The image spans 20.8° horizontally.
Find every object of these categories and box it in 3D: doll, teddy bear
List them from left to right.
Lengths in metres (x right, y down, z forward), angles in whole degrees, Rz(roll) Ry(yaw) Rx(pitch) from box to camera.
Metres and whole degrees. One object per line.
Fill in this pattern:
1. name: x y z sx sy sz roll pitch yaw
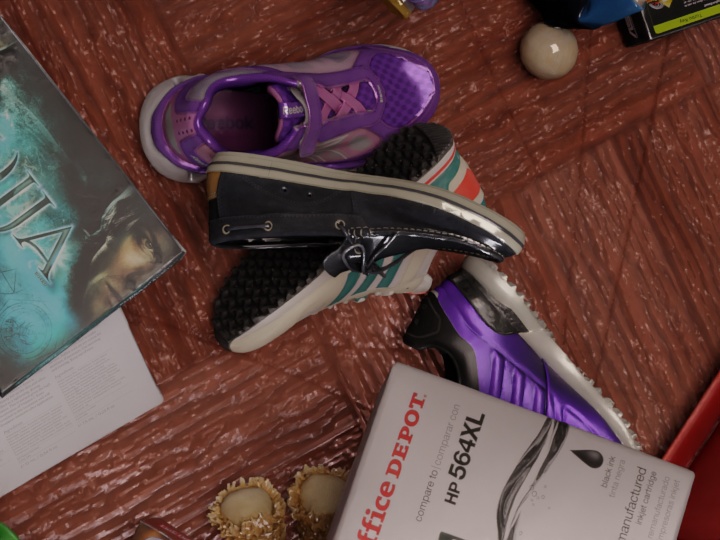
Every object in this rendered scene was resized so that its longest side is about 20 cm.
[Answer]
1. teddy bear: -0.036 0.224 1.256 0.144 0.067 0.201 -25 88 -21
2. doll: 0.154 -0.218 1.290 0.048 0.136 0.201 1 120 -46

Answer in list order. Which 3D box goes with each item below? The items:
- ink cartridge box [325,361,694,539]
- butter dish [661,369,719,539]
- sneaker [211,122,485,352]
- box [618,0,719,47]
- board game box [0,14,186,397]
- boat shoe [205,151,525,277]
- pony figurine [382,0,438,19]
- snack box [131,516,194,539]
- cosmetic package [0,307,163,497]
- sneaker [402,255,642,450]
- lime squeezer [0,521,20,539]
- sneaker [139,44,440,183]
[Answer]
1. ink cartridge box: 0.084 0.163 1.206 0.199 0.084 0.147 19 71 1
2. butter dish: 0.317 0.155 1.314 0.199 0.148 0.201 38 79 -11
3. sneaker: 0.000 0.000 1.264 0.200 0.070 0.094 -41 125 -2
4. box: 0.248 -0.275 1.360 0.199 0.047 0.195 -20 96 -16
5. board game box: -0.213 -0.048 1.128 0.135 0.028 0.200 -38 89 -15
6. boat shoe: 0.000 -0.025 1.176 0.198 0.075 0.063 10 82 10
7. pony figurine: 0.072 -0.254 1.230 0.167 0.193 0.200 44 86 -20
8. snack box: -0.065 0.232 1.203 0.199 0.024 0.072 29 101 16
9. cosmetic package: -0.237 0.059 1.177 0.199 0.052 0.152 -30 119 -16
10. sneaker: 0.102 0.093 1.298 0.099 0.070 0.200 -40 95 -7
11. lime squeezer: -0.232 0.178 1.172 0.199 0.038 0.071 2 110 -31
12. sneaker: -0.037 -0.100 1.247 0.198 0.088 0.081 -11 90 -18
